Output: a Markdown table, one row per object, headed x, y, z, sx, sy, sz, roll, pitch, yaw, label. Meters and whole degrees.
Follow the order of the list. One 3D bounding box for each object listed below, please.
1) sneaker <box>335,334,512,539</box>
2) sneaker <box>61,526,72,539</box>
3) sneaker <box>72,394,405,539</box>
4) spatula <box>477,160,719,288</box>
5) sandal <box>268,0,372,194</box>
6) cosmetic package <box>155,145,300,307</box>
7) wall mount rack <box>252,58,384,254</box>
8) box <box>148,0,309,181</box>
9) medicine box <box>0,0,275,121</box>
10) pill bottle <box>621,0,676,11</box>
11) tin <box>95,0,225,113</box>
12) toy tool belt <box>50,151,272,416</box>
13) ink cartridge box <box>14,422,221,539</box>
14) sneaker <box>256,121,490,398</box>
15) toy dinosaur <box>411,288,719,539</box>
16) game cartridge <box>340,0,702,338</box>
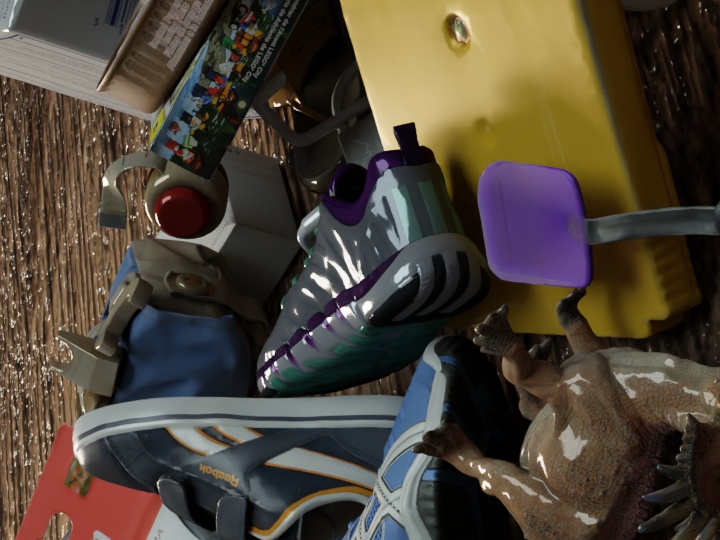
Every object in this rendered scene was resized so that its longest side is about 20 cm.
| x | y | z | sx | sy | sz | roll | pitch | yaw | label |
| --- | --- | --- | --- | --- | --- | --- | --- | --- | --- |
| 0.019 | 0.126 | 1.079 | 0.077 | 0.076 | 0.200 | 3 | 75 | 34 | sneaker |
| -0.144 | 0.183 | 1.355 | 0.200 | 0.081 | 0.074 | 13 | 88 | 62 | sneaker |
| -0.058 | 0.108 | 1.163 | 0.200 | 0.078 | 0.079 | -3 | 69 | 21 | sneaker |
| 0.132 | -0.019 | 0.951 | 0.200 | 0.021 | 0.057 | 0 | 110 | 33 | spatula |
| -0.030 | -0.129 | 1.334 | 0.082 | 0.055 | 0.200 | -43 | 41 | 45 | sandal |
| -0.109 | 0.024 | 1.405 | 0.200 | 0.051 | 0.083 | -57 | 34 | 30 | cosmetic package |
| 0.035 | -0.087 | 1.186 | 0.174 | 0.075 | 0.200 | -33 | 43 | 12 | wall mount rack |
| -0.068 | -0.134 | 1.272 | 0.137 | 0.038 | 0.200 | -60 | 10 | 10 | box |
| -0.163 | -0.167 | 1.459 | 0.200 | 0.182 | 0.103 | 6 | 81 | 61 | medicine box |
| 0.071 | -0.185 | 1.096 | 0.200 | 0.113 | 0.113 | 20 | 94 | 47 | pill bottle |
| -0.083 | -0.163 | 1.208 | 0.200 | 0.042 | 0.112 | -52 | 10 | 45 | tin |
| -0.109 | 0.044 | 1.292 | 0.123 | 0.125 | 0.200 | -87 | 7 | -57 | toy tool belt |
| -0.121 | 0.200 | 1.229 | 0.200 | 0.057 | 0.163 | 29 | 106 | 17 | ink cartridge box |
| 0.000 | 0.000 | 1.118 | 0.200 | 0.074 | 0.088 | -38 | 62 | 57 | sneaker |
| 0.104 | 0.084 | 0.975 | 0.136 | 0.086 | 0.200 | 49 | 145 | 17 | toy dinosaur |
| 0.068 | -0.067 | 1.044 | 0.176 | 0.032 | 0.200 | 2 | 113 | 56 | game cartridge |
